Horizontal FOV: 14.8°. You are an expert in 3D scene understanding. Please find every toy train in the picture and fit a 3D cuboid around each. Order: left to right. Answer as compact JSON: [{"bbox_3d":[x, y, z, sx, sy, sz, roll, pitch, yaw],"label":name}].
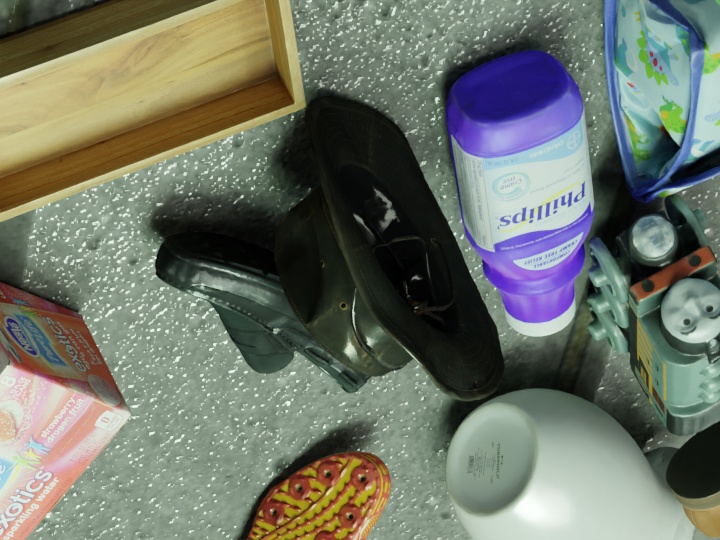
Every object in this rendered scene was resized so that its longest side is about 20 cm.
[{"bbox_3d":[0.202,0.031,1.788,0.085,0.114,0.200,-29,161,-6],"label":"toy train"}]

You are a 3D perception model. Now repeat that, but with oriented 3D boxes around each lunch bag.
[{"bbox_3d":[0.242,-0.132,1.689,0.169,0.128,0.200,-22,150,-14],"label":"lunch bag"}]

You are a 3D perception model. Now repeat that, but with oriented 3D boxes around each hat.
[{"bbox_3d":[0.000,0.000,1.628,0.081,0.201,0.200,-29,141,22],"label":"hat"}]

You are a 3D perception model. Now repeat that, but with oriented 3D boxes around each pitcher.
[{"bbox_3d":[0.148,0.177,1.883,0.121,0.172,0.200,-17,152,36],"label":"pitcher"}]

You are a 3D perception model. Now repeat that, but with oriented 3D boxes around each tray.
[{"bbox_3d":[-0.133,-0.103,1.552,0.199,0.037,0.099,-22,136,-13],"label":"tray"}]

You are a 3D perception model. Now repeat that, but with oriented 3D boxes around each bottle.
[{"bbox_3d":[0.103,-0.042,1.724,0.083,0.065,0.201,-21,136,-10],"label":"bottle"}]

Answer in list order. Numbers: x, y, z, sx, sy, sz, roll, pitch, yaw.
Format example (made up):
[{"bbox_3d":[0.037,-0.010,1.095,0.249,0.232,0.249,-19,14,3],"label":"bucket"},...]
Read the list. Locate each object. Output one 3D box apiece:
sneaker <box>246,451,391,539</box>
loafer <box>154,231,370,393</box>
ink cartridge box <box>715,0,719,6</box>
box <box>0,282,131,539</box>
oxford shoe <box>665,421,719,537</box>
[{"bbox_3d":[-0.040,0.194,1.873,0.077,0.073,0.200,-7,140,-55],"label":"sneaker"},{"bbox_3d":[-0.052,0.030,1.695,0.200,0.068,0.071,22,101,-46],"label":"loafer"},{"bbox_3d":[0.212,-0.242,1.505,0.146,0.200,0.084,-35,135,3],"label":"ink cartridge box"},{"bbox_3d":[-0.244,0.110,1.640,0.102,0.095,0.200,24,114,-42],"label":"box"},{"bbox_3d":[0.301,0.111,1.910,0.200,0.071,0.071,-34,132,-5],"label":"oxford shoe"}]
